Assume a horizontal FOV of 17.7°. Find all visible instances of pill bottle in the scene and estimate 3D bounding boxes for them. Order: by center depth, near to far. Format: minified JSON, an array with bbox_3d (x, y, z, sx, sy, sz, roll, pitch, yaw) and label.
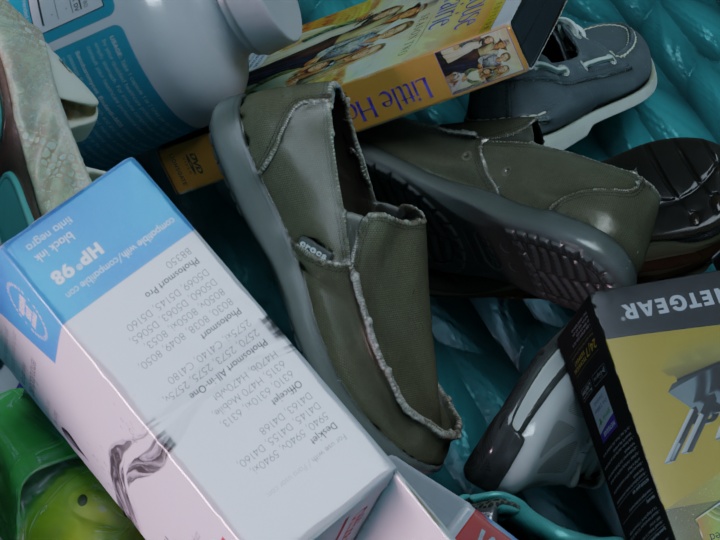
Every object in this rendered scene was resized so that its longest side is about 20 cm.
[{"bbox_3d":[-0.132,-0.107,1.142,0.199,0.111,0.111,-21,51,16],"label":"pill bottle"}]

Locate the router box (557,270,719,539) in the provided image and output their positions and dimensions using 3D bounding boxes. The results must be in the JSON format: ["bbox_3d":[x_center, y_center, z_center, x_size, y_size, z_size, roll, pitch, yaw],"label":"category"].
[{"bbox_3d":[0.208,0.074,1.045,0.199,0.052,0.158,-10,67,-19],"label":"router box"}]

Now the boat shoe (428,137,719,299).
[{"bbox_3d":[0.104,-0.013,1.199,0.199,0.074,0.076,-6,61,9],"label":"boat shoe"}]

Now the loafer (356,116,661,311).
[{"bbox_3d":[0.066,-0.038,1.136,0.200,0.075,0.070,24,61,36],"label":"loafer"}]

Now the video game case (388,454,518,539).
[{"bbox_3d":[0.099,0.147,0.934,0.200,0.143,0.017,37,86,-11],"label":"video game case"}]

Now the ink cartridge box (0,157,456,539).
[{"bbox_3d":[-0.055,0.068,0.889,0.067,0.116,0.200,-36,78,-21],"label":"ink cartridge box"}]

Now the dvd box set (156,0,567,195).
[{"bbox_3d":[0.006,-0.107,1.176,0.199,0.029,0.146,-18,21,24],"label":"dvd box set"}]

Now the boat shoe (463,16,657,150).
[{"bbox_3d":[0.109,-0.112,1.245,0.073,0.062,0.200,-2,19,27],"label":"boat shoe"}]

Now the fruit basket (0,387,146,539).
[{"bbox_3d":[-0.069,0.111,0.982,0.185,0.094,0.200,-21,43,-32],"label":"fruit basket"}]

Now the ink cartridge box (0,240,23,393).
[{"bbox_3d":[-0.235,0.012,1.071,0.200,0.041,0.200,25,80,8],"label":"ink cartridge box"}]

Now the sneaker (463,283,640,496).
[{"bbox_3d":[0.137,0.079,1.108,0.115,0.076,0.200,39,33,14],"label":"sneaker"}]

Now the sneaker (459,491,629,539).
[{"bbox_3d":[0.042,0.128,1.058,0.199,0.091,0.078,14,50,3],"label":"sneaker"}]

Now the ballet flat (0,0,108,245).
[{"bbox_3d":[-0.139,-0.047,1.029,0.062,0.067,0.201,-7,64,-28],"label":"ballet flat"}]

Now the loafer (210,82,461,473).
[{"bbox_3d":[0.000,0.000,1.079,0.200,0.070,0.075,63,15,-2],"label":"loafer"}]

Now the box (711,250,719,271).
[{"bbox_3d":[0.258,0.069,1.132,0.110,0.035,0.200,-2,61,-39],"label":"box"}]
